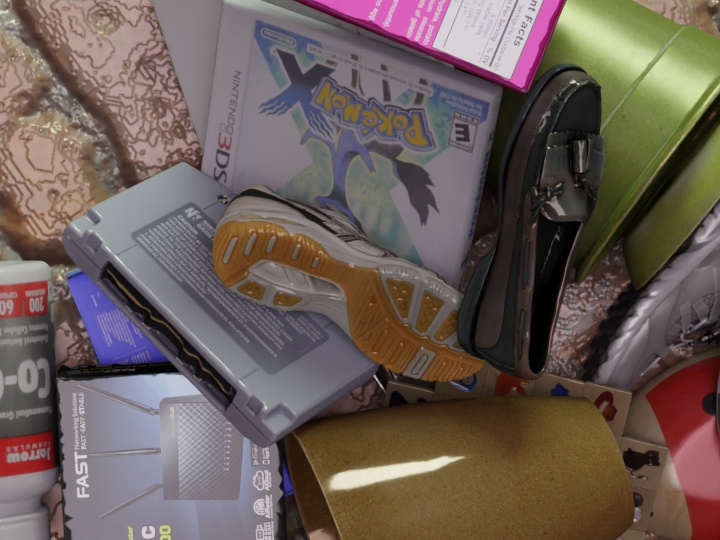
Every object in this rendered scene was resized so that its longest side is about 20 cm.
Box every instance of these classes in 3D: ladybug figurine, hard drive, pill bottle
[{"bbox_3d":[0.271,0.122,1.572,0.200,0.072,0.136,-22,94,-4],"label":"ladybug figurine"},{"bbox_3d":[-0.042,-0.164,1.495,0.200,0.027,0.132,-16,94,33],"label":"hard drive"},{"bbox_3d":[-0.261,0.096,1.498,0.114,0.114,0.200,-3,93,-5],"label":"pill bottle"}]

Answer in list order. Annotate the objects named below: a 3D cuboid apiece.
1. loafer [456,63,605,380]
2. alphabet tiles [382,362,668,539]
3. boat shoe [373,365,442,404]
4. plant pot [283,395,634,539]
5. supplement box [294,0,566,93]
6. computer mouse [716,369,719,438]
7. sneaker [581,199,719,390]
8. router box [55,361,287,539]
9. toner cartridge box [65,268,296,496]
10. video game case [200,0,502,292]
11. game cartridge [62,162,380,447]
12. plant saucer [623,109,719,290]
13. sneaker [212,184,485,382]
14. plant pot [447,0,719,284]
[{"bbox_3d":[0.120,-0.027,1.389,0.072,0.063,0.200,-1,115,-40],"label":"loafer"},{"bbox_3d":[0.106,0.144,1.550,0.200,0.006,0.167,13,111,6],"label":"alphabet tiles"},{"bbox_3d":[0.026,0.008,1.549,0.072,0.060,0.202,-13,94,-5],"label":"boat shoe"},{"bbox_3d":[0.072,0.159,1.466,0.200,0.186,0.187,-18,94,-9],"label":"plant pot"},{"bbox_3d":[0.031,-0.192,1.378,0.200,0.101,0.103,24,96,1],"label":"supplement box"},{"bbox_3d":[0.279,0.033,1.504,0.044,0.110,0.200,1,97,-23],"label":"computer mouse"},{"bbox_3d":[0.236,0.025,1.563,0.082,0.075,0.200,41,88,-5],"label":"sneaker"},{"bbox_3d":[-0.126,0.160,1.497,0.150,0.062,0.200,-3,94,-4],"label":"router box"},{"bbox_3d":[-0.125,0.078,1.547,0.095,0.043,0.200,-21,95,-5],"label":"toner cartridge box"},{"bbox_3d":[-0.013,-0.072,1.482,0.200,0.022,0.182,21,122,18],"label":"video game case"},{"bbox_3d":[-0.086,0.018,1.468,0.200,0.040,0.133,45,46,14],"label":"game cartridge"},{"bbox_3d":[0.237,-0.074,1.499,0.031,0.200,0.200,38,89,3],"label":"plant saucer"},{"bbox_3d":[0.000,0.000,1.457,0.200,0.088,0.076,28,116,-14],"label":"sneaker"},{"bbox_3d":[0.133,-0.125,1.506,0.190,0.200,0.200,36,89,6],"label":"plant pot"}]
